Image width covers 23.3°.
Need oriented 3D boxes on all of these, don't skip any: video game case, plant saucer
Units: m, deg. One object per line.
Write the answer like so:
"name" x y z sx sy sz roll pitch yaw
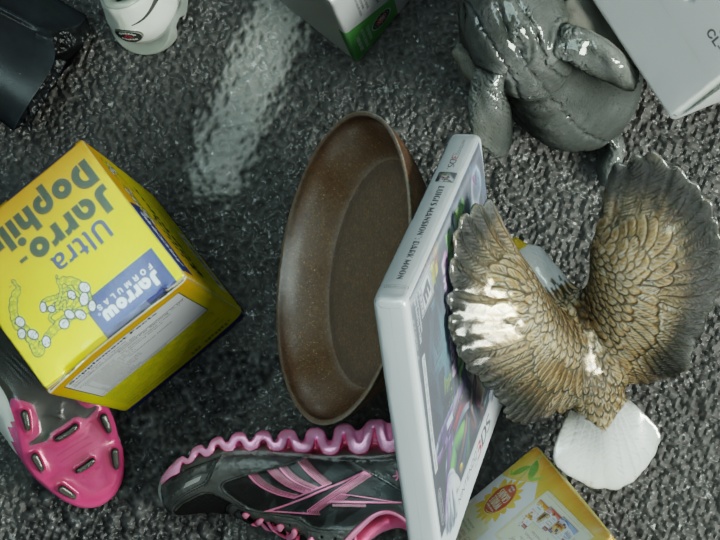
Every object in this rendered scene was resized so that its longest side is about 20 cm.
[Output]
"video game case" 0.053 0.049 1.051 0.023 0.182 0.201 2 124 17
"plant saucer" 0.000 0.000 1.120 0.036 0.200 0.203 8 82 -25

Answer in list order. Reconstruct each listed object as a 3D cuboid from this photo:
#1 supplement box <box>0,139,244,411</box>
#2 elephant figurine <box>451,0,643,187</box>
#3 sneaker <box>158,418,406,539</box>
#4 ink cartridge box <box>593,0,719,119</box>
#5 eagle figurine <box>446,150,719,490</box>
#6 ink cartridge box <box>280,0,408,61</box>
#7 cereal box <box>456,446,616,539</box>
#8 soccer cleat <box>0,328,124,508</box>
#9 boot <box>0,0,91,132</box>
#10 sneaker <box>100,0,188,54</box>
"supplement box" -0.162 0.010 1.114 0.109 0.200 0.110 -39 80 -1
"elephant figurine" 0.106 -0.140 1.095 0.154 0.200 0.143 27 104 15
"sneaker" -0.035 0.153 1.137 0.198 0.079 0.096 -7 74 7
"ink cartridge box" 0.234 -0.193 1.098 0.086 0.199 0.148 -41 77 43
"eagle figurine" 0.133 0.029 1.068 0.150 0.200 0.153 24 72 13
"ink cartridge box" 0.023 -0.256 1.158 0.084 0.146 0.200 39 87 11
"cereal box" 0.066 0.210 1.092 0.200 0.144 0.040 -40 112 1
"soccer cleat" -0.231 0.072 1.186 0.070 0.086 0.201 -38 103 -12
"boot" -0.266 -0.204 1.218 0.167 0.076 0.201 28 50 -14
"sneaker" -0.149 -0.259 1.208 0.073 0.089 0.202 -1 81 8
